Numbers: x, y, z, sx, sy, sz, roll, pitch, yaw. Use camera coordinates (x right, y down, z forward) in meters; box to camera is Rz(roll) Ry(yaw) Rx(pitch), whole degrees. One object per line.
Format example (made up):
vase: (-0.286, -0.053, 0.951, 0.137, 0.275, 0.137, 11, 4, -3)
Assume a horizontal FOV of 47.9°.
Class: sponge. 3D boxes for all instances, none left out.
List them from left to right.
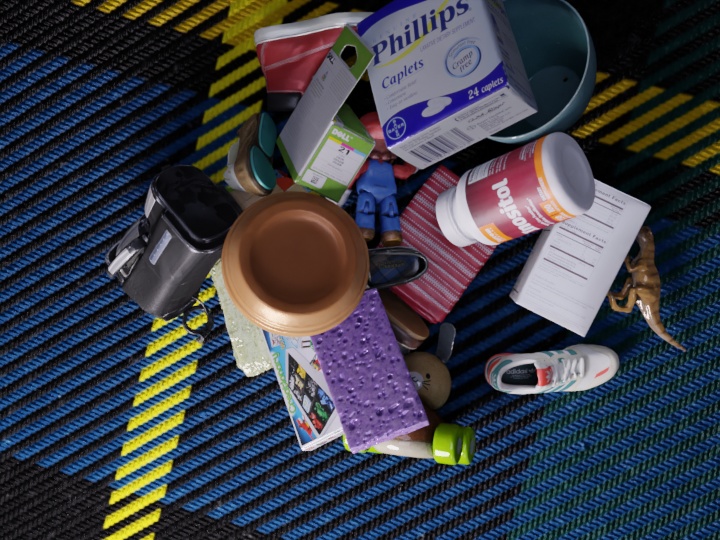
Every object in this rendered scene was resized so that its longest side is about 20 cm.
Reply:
sponge: (0.005, 0.132, 1.095, 0.111, 0.030, 0.201, -22, 68, 2)

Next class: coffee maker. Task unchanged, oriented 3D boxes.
coffee maker: (-0.246, -0.027, 1.161, 0.192, 0.135, 0.200, 34, 137, -13)

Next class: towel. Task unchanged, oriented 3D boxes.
towel: (-0.142, 0.050, 1.242, 0.148, 0.036, 0.201, -17, 91, 5)
towel: (0.116, -0.039, 1.203, 0.144, 0.022, 0.200, 37, 83, 3)

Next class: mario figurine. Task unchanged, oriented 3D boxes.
mario figurine: (0.023, -0.134, 1.187, 0.106, 0.123, 0.201, -6, 76, 39)

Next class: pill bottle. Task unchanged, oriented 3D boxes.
pill bottle: (0.205, -0.101, 1.103, 0.200, 0.113, 0.113, -22, 93, 41)

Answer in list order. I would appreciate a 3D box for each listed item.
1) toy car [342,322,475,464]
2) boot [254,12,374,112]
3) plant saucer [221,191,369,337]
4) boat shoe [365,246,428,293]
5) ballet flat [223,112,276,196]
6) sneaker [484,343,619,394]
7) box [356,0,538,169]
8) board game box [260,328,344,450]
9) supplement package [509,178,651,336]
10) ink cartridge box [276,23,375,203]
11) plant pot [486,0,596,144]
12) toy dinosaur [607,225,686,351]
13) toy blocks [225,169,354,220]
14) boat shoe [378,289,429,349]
toy car: (0.081, 0.172, 1.185, 0.164, 0.158, 0.201, 2, 78, 21)
boot: (-0.049, -0.297, 1.193, 0.199, 0.072, 0.145, -9, 95, 12)
plant saucer: (-0.084, -0.014, 1.073, 0.199, 0.037, 0.201, 2, 74, -9)
boat shoe: (0.000, 0.000, 1.133, 0.199, 0.057, 0.069, -11, 96, -17)
ballet flat: (-0.161, -0.157, 1.162, 0.072, 0.200, 0.068, -27, 128, 17)
sneaker: (0.283, 0.152, 1.185, 0.199, 0.093, 0.071, -4, 94, 5)
box: (0.110, -0.269, 1.069, 0.183, 0.105, 0.201, -24, 67, 28)
board game box: (-0.059, 0.138, 1.156, 0.126, 0.035, 0.201, -29, 67, 18)
supplement package: (0.309, -0.024, 1.159, 0.109, 0.114, 0.201, 26, 96, 4)
ink cartridge box: (-0.026, -0.218, 1.121, 0.076, 0.148, 0.200, 24, 111, -29)
plant pot: (0.241, -0.261, 1.123, 0.199, 0.135, 0.201, -7, 77, 33)
toy dinosaur: (0.414, 0.036, 1.182, 0.106, 0.060, 0.201, -11, 94, 4)
toy blocks: (-0.101, -0.082, 1.190, 0.137, 0.100, 0.200, -39, 73, -18)
boat shoe: (0.013, 0.054, 1.202, 0.200, 0.070, 0.070, 42, 112, 23)
